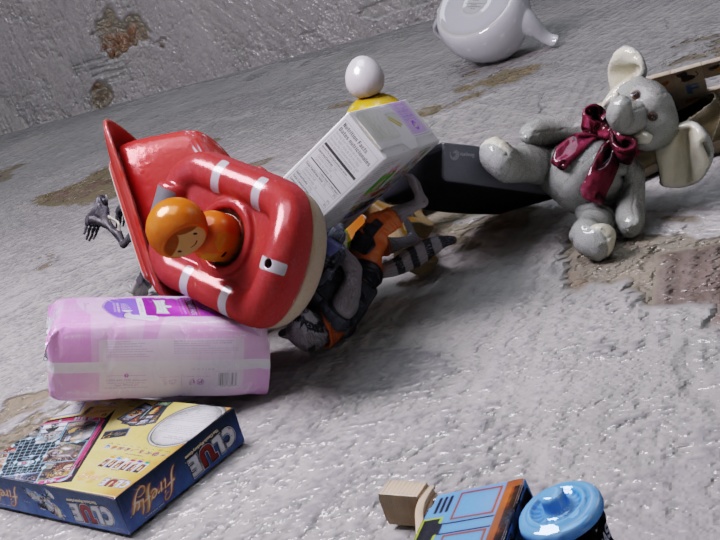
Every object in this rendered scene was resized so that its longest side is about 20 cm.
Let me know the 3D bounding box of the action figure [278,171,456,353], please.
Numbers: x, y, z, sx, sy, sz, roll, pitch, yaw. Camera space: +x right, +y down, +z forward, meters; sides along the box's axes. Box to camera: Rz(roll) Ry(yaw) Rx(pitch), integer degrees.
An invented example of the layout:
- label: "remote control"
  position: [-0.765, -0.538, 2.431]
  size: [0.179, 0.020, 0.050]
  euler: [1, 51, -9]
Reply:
- label: "action figure"
  position: [0.000, 0.000, 1.047]
  size: [0.194, 0.105, 0.200]
  euler: [-48, 1, -15]

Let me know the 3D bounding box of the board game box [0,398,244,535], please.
- label: "board game box"
  position: [-0.214, 0.157, 0.934]
  size: [0.199, 0.035, 0.135]
  euler: [-1, 25, 41]

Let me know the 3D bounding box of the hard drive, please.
- label: "hard drive"
  position: [0.122, -0.095, 1.190]
  size: [0.199, 0.043, 0.134]
  euler: [4, -12, -39]

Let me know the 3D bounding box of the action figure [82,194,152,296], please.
- label: "action figure"
  position: [-0.251, -0.029, 1.410]
  size: [0.199, 0.103, 0.119]
  euler: [28, 33, 29]

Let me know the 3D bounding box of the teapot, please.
- label: "teapot"
  position: [0.250, -0.477, 2.167]
  size: [0.197, 0.146, 0.201]
  euler: [-34, 49, 12]

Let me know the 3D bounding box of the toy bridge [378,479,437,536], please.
- label: "toy bridge"
  position: [0.002, 0.191, 0.648]
  size: [0.067, 0.027, 0.200]
  euler: [-4, 23, 33]

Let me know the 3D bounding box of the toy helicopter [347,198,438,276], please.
- label: "toy helicopter"
  position: [0.029, -0.058, 1.218]
  size: [0.132, 0.079, 0.200]
  euler: [20, 23, -28]

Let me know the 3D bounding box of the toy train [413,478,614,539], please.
- label: "toy train"
  position: [0.068, 0.180, 0.540]
  size: [0.114, 0.087, 0.200]
  euler: [-18, 18, 28]

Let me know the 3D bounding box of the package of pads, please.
- label: "package of pads"
  position: [-0.185, 0.068, 1.009]
  size: [0.198, 0.076, 0.121]
  euler: [0, 14, -15]

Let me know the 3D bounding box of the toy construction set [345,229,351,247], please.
- label: "toy construction set"
  position: [-0.083, -0.047, 1.308]
  size: [0.199, 0.093, 0.131]
  euler: [-32, 46, -17]

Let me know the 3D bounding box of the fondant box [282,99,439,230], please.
- label: "fondant box"
  position: [-0.032, -0.073, 1.062]
  size: [0.200, 0.058, 0.144]
  euler: [-41, -5, 26]

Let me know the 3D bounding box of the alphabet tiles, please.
- label: "alphabet tiles"
  position: [0.368, -0.193, 1.281]
  size: [0.199, 0.008, 0.167]
  euler: [-13, -21, 19]

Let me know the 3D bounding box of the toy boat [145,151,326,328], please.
- label: "toy boat"
  position: [-0.127, -0.030, 0.950]
  size: [0.199, 0.131, 0.130]
  euler: [22, 9, 37]

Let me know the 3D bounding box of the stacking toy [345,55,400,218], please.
- label: "stacking toy"
  position: [0.022, -0.170, 1.393]
  size: [0.145, 0.201, 0.146]
  euler: [-16, 18, 5]

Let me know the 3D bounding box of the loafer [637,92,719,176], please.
- label: "loafer"
  position: [0.328, -0.149, 1.262]
  size: [0.199, 0.068, 0.076]
  euler: [-18, 17, -4]

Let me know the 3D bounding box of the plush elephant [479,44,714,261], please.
- label: "plush elephant"
  position: [0.251, -0.126, 1.101]
  size: [0.165, 0.155, 0.199]
  euler: [46, 35, 21]

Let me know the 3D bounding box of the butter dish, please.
- label: "butter dish"
  position: [-0.158, -0.065, 1.158]
  size: [0.147, 0.201, 0.199]
  euler: [-21, -13, 5]
